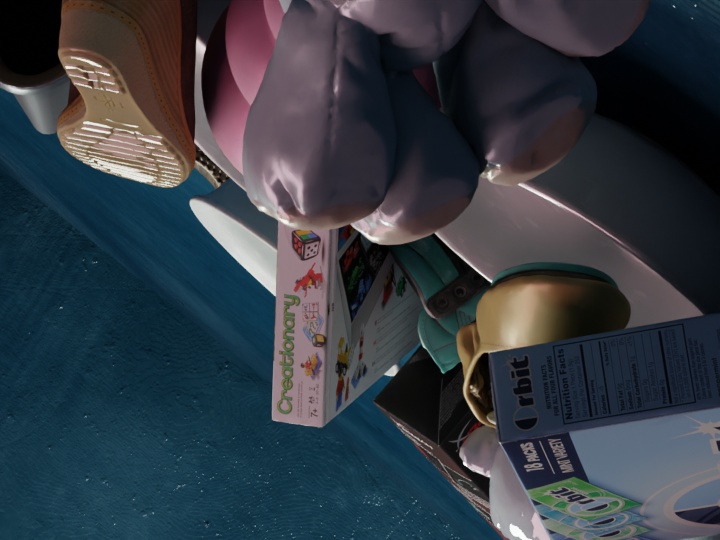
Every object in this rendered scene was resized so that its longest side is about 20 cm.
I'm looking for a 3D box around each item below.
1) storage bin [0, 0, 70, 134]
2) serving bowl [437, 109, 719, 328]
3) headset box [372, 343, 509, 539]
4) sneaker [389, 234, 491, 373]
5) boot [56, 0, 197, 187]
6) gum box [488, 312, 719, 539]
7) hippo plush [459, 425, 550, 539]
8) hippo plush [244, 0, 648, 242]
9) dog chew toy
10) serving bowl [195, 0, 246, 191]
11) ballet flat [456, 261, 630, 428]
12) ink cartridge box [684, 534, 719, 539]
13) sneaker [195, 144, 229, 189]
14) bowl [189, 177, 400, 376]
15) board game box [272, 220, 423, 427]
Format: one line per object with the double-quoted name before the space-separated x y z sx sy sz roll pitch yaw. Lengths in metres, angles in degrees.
"storage bin" -0.200 -0.173 1.231 0.200 0.145 0.134 55 168 14
"serving bowl" 0.114 -0.022 1.002 0.200 0.066 0.200 33 169 7
"headset box" 0.124 0.094 1.331 0.075 0.149 0.200 31 167 51
"sneaker" 0.090 0.013 1.170 0.200 0.121 0.084 34 169 33
"boot" -0.097 -0.142 1.059 0.072 0.167 0.200 14 162 5
"gum box" 0.169 0.068 0.936 0.170 0.200 0.045 60 -158 -63
"hippo plush" 0.091 0.156 1.087 0.200 0.159 0.161 45 -150 -77
"hippo plush" -0.013 -0.115 0.802 0.200 0.159 0.161 23 -162 -46
"dog chew toy" -0.012 -0.108 1.037 0.124 0.125 0.200 40 163 5
"serving bowl" -0.074 -0.124 1.333 0.200 0.066 0.200 44 167 13
"ballet flat" 0.082 0.041 0.986 0.068 0.063 0.200 6 171 -1
"ink cartridge box" 0.201 0.167 1.111 0.196 0.043 0.200 50 160 47
"sneaker" -0.101 -0.099 1.670 0.200 0.070 0.076 42 -163 -20
"bowl" -0.022 -0.019 1.586 0.201 0.090 0.201 40 171 8
"board game box" 0.000 0.000 1.220 0.035 0.127 0.200 7 -166 17
